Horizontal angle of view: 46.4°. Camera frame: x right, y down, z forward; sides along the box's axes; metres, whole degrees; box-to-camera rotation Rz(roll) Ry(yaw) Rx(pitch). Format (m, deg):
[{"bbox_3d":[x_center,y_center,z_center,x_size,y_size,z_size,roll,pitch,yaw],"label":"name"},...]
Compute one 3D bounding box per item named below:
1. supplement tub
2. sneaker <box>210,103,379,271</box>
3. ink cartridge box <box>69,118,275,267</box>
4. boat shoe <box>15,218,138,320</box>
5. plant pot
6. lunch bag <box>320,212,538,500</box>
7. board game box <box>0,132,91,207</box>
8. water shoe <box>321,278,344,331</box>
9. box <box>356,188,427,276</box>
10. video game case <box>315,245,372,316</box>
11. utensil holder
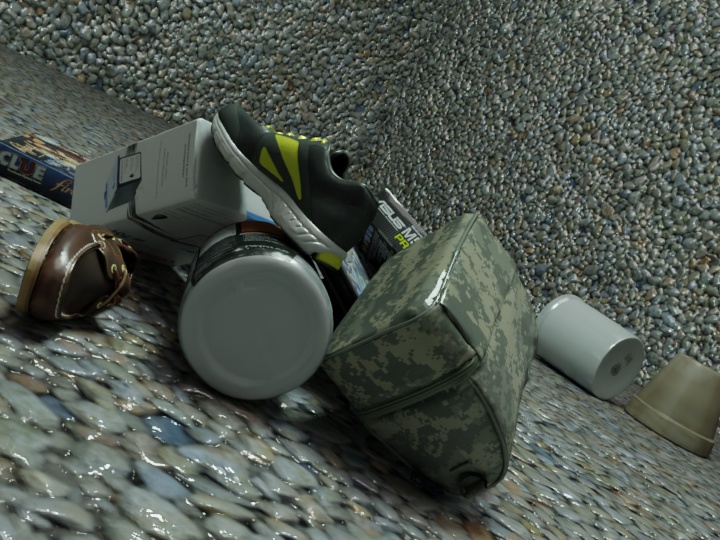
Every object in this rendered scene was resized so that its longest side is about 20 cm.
[{"bbox_3d":[-0.093,0.024,0.732,0.122,0.123,0.200,27,7,-12],"label":"supplement tub"},{"bbox_3d":[-0.055,-0.087,0.739,0.200,0.085,0.074,50,3,26],"label":"sneaker"},{"bbox_3d":[-0.181,-0.073,0.869,0.199,0.087,0.146,-13,-20,37],"label":"ink cartridge box"},{"bbox_3d":[-0.212,-0.001,0.656,0.070,0.071,0.200,22,8,-11],"label":"boat shoe"},{"bbox_3d":[0.714,0.284,1.848,0.199,0.174,0.200,29,7,-4],"label":"plant pot"},{"bbox_3d":[0.078,0.075,0.729,0.168,0.139,0.200,51,33,-12],"label":"lunch bag"},{"bbox_3d":[-0.379,-0.125,1.071,0.135,0.035,0.200,27,7,-14],"label":"board game box"},{"bbox_3d":[-0.042,0.049,0.931,0.199,0.079,0.072,28,7,-5],"label":"water shoe"},{"bbox_3d":[0.046,0.022,0.988,0.160,0.044,0.200,50,-25,18],"label":"box"},{"bbox_3d":[-0.009,0.009,0.876,0.182,0.025,0.200,62,6,-8],"label":"video game case"},{"bbox_3d":[0.511,0.174,1.900,0.169,0.171,0.200,22,12,-39],"label":"utensil holder"}]
